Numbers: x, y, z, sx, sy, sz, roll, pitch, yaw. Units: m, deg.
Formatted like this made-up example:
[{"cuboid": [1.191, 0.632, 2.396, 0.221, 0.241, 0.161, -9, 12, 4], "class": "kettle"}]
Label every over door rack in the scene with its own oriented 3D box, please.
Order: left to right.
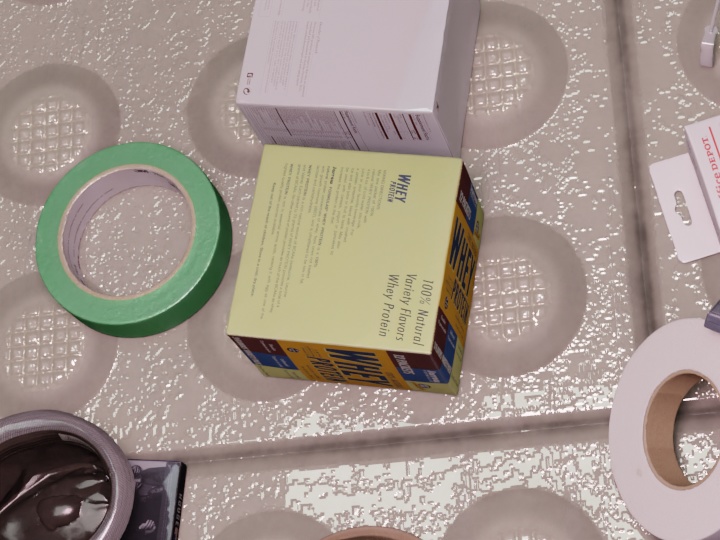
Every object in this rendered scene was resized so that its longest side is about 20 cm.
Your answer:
[{"cuboid": [0.425, -0.294, 1.769, 0.147, 0.067, 0.200, 9, 73, 17], "class": "over door rack"}]

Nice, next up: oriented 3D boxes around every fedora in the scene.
[{"cuboid": [-0.308, 0.229, 1.716, 0.200, 0.090, 0.177, -25, 68, -3], "class": "fedora"}]

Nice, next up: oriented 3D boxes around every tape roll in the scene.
[{"cuboid": [-0.234, -0.032, 1.844, 0.200, 0.048, 0.201, -4, 70, 11], "class": "tape roll"}, {"cuboid": [0.297, 0.143, 1.588, 0.203, 0.037, 0.203, -19, 67, 55], "class": "tape roll"}]

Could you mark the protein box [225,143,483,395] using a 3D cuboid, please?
[{"cuboid": [0.000, 0.000, 1.727, 0.200, 0.135, 0.199, 5, 71, 16], "class": "protein box"}]

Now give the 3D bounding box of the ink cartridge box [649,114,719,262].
[{"cuboid": [0.383, -0.094, 1.705, 0.200, 0.067, 0.116, -18, 68, 7], "class": "ink cartridge box"}]

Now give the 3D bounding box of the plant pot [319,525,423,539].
[{"cuboid": [-0.008, 0.314, 1.594, 0.200, 0.175, 0.201, -5, 70, 13], "class": "plant pot"}]

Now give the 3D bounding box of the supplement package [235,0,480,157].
[{"cuboid": [0.003, -0.218, 1.799, 0.200, 0.147, 0.192, 4, 71, 15], "class": "supplement package"}]

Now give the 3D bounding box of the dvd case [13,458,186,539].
[{"cuboid": [-0.276, 0.258, 1.761, 0.200, 0.025, 0.151, 1, 71, 15], "class": "dvd case"}]

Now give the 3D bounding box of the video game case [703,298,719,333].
[{"cuboid": [0.401, 0.039, 1.599, 0.143, 0.200, 0.019, 22, 114, 20], "class": "video game case"}]
